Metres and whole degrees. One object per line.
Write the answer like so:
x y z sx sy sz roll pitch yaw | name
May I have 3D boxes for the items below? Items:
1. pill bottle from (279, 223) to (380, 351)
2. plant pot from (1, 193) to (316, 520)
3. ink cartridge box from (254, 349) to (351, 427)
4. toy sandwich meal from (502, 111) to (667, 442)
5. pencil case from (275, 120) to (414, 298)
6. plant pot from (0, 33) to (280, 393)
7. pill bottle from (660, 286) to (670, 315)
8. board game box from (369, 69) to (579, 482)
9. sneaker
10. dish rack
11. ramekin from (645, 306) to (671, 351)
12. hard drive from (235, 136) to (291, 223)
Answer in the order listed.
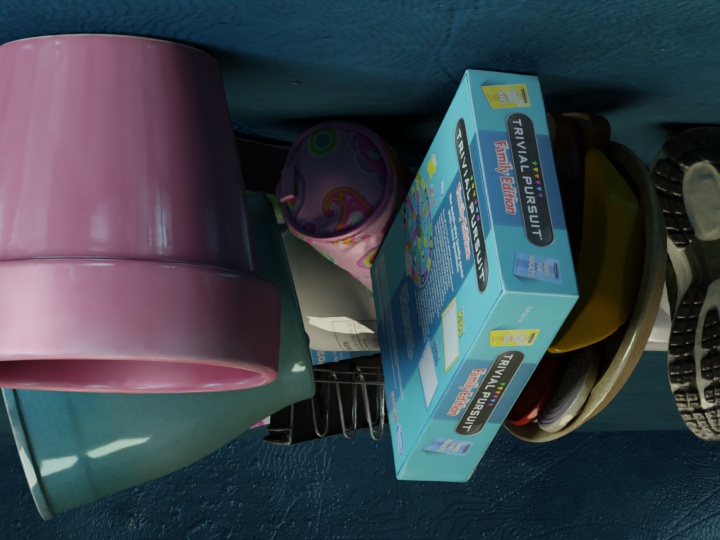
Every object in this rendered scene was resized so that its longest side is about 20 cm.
0.000 0.000 1.838 0.200 0.114 0.114 -1 172 13 | pill bottle
-0.131 0.038 1.645 0.188 0.200 0.200 -13 173 -4 | plant pot
-0.114 0.079 2.006 0.200 0.068 0.115 -15 -163 -11 | ink cartridge box
0.108 0.000 1.546 0.070 0.205 0.205 17 166 -25 | toy sandwich meal
0.013 -0.026 1.673 0.087 0.088 0.200 -2 163 18 | pencil case
-0.142 -0.029 1.434 0.200 0.179 0.200 1 171 0 | plant pot
0.275 -0.017 1.706 0.109 0.110 0.200 5 171 -25 | pill bottle
0.062 0.007 1.498 0.047 0.151 0.200 4 145 -17 | board game box
0.222 0.006 1.647 0.077 0.200 0.089 -5 -173 1 | sneaker
0.052 0.082 1.713 0.200 0.055 0.153 0 -173 39 | dish rack
0.197 0.010 1.904 0.202 0.094 0.202 0 176 0 | ramekin
-0.117 -0.061 1.701 0.200 0.038 0.140 10 168 -42 | hard drive
